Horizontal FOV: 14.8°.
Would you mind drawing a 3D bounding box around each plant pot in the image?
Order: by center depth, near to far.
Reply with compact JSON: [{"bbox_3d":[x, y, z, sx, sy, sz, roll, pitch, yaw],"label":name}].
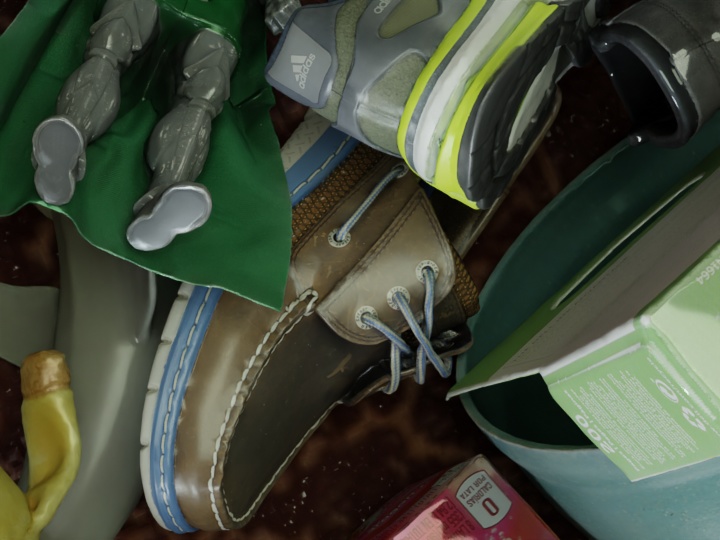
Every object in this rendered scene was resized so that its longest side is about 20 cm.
[{"bbox_3d":[0.148,0.036,0.869,0.200,0.200,0.134,-41,114,-14],"label":"plant pot"}]

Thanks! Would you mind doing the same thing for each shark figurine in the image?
[{"bbox_3d":[-0.092,-0.019,0.872,0.128,0.089,0.215,-23,88,-15],"label":"shark figurine"}]

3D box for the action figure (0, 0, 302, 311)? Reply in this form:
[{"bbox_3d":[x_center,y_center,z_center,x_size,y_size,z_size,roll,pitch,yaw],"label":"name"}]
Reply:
[{"bbox_3d":[-0.057,-0.083,0.863,0.118,0.055,0.200,28,39,-13],"label":"action figure"}]

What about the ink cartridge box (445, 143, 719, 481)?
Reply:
[{"bbox_3d":[0.110,-0.004,0.774,0.146,0.200,0.048,-41,90,-15],"label":"ink cartridge box"}]

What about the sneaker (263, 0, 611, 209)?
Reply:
[{"bbox_3d":[0.036,-0.095,0.865,0.081,0.074,0.200,23,33,9],"label":"sneaker"}]

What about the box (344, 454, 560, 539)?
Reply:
[{"bbox_3d":[-0.013,0.158,0.850,0.200,0.100,0.095,-41,91,-15],"label":"box"}]

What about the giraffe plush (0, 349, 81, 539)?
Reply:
[{"bbox_3d":[-0.168,0.088,0.775,0.200,0.162,0.173,15,98,-1],"label":"giraffe plush"}]

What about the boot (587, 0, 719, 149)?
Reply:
[{"bbox_3d":[0.129,-0.092,0.857,0.132,0.200,0.070,-32,87,7],"label":"boot"}]

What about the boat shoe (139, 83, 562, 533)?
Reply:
[{"bbox_3d":[0.000,0.000,0.868,0.072,0.072,0.200,17,64,23],"label":"boat shoe"}]
